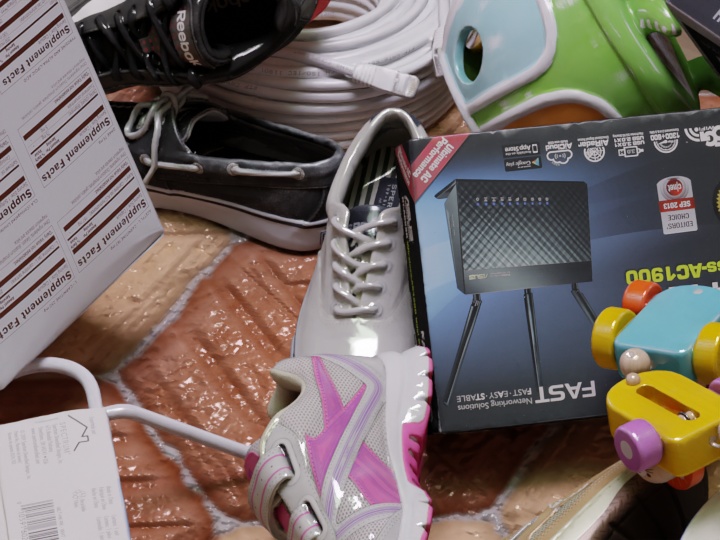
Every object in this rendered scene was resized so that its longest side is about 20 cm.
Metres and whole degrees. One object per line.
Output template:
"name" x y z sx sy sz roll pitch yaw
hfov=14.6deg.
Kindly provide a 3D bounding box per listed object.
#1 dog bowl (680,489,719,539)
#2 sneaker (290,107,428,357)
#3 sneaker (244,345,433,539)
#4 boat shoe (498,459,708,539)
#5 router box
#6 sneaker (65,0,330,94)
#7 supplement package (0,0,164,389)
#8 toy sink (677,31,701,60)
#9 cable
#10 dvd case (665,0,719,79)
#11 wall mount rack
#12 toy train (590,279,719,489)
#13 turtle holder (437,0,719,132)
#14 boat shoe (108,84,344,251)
"dog bowl" 0.236 0.172 1.270 0.200 0.079 0.200 -1 40 1
"sneaker" 0.000 0.000 1.475 0.073 0.071 0.200 -1 51 10
"sneaker" -0.013 0.115 1.338 0.088 0.081 0.200 5 39 -3
"boat shoe" 0.086 0.142 1.326 0.076 0.072 0.200 13 38 40
"router box" 0.123 0.000 1.427 0.200 0.150 0.062 -7 -3 -5
"sneaker" -0.113 -0.135 1.553 0.200 0.071 0.098 -16 19 9
"supplement package" -0.241 -0.064 1.432 0.191 0.200 0.147 2 34 39
"toy sink" 0.184 -0.223 1.716 0.200 0.112 0.130 28 48 30
"cable" -0.028 -0.148 1.670 0.200 0.069 0.200 7 40 11
"dvd case" 0.250 -0.069 1.477 0.025 0.200 0.150 -50 54 0
"wall mount rack" -0.115 0.124 1.351 0.173 0.075 0.200 -11 41 -5
"toy train" 0.187 0.060 1.315 0.150 0.056 0.200 -11 26 -1
"turtle holder" 0.107 -0.139 1.547 0.132 0.141 0.186 -31 80 15
"boat shoe" -0.098 -0.071 1.578 0.199 0.068 0.074 21 45 25
